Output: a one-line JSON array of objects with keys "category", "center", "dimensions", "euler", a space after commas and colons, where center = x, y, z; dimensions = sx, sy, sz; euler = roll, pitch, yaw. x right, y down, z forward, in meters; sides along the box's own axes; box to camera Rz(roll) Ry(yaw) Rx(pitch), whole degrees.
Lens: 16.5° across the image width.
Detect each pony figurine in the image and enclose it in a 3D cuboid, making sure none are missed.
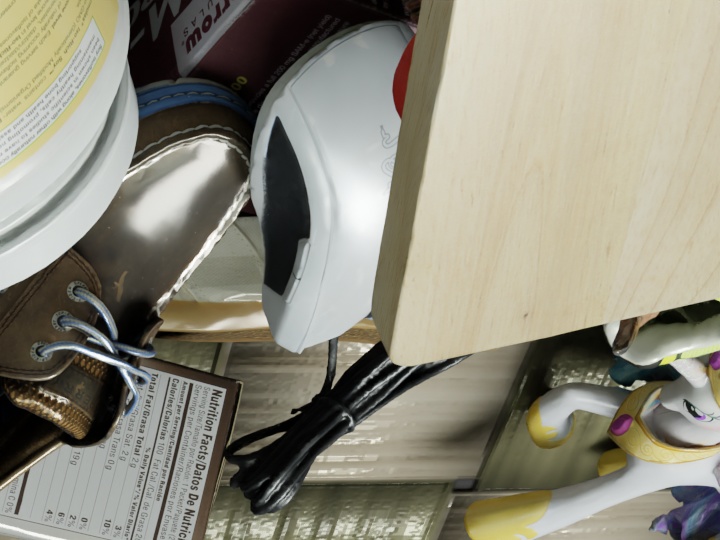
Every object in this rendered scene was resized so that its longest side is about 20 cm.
[{"category": "pony figurine", "center": [0.168, 0.083, 1.061], "dimensions": [0.193, 0.167, 0.200], "euler": [17, 152, -21]}]

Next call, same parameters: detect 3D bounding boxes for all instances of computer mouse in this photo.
[{"category": "computer mouse", "center": [0.000, 0.000, 0.844], "dimensions": [0.110, 0.044, 0.200], "euler": [-32, 148, -22]}]

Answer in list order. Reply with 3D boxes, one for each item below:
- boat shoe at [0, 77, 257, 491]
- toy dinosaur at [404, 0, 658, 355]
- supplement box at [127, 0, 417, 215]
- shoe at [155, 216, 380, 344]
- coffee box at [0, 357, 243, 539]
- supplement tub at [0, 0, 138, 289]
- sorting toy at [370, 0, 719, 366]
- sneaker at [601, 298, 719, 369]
[{"category": "boat shoe", "center": [-0.101, 0.024, 0.820], "dimensions": [0.200, 0.072, 0.072], "euler": [-45, 133, 11]}, {"category": "toy dinosaur", "center": [0.063, -0.055, 0.784], "dimensions": [0.200, 0.136, 0.086], "euler": [21, 172, -37]}, {"category": "supplement box", "center": [0.019, -0.062, 0.881], "dimensions": [0.200, 0.061, 0.109], "euler": [17, 136, -33]}, {"category": "shoe", "center": [-0.041, 0.000, 0.968], "dimensions": [0.200, 0.053, 0.070], "euler": [3, 175, -11]}, {"category": "coffee box", "center": [-0.161, 0.053, 0.941], "dimensions": [0.200, 0.080, 0.113], "euler": [17, 171, -32]}, {"category": "supplement tub", "center": [-0.151, -0.094, 0.725], "dimensions": [0.145, 0.145, 0.200], "euler": [-14, 143, 5]}, {"category": "sorting toy", "center": [0.098, -0.081, 0.671], "dimensions": [0.199, 0.070, 0.200], "euler": [-12, 142, -18]}, {"category": "sneaker", "center": [0.158, -0.018, 0.864], "dimensions": [0.075, 0.076, 0.200], "euler": [45, 141, 2]}]
